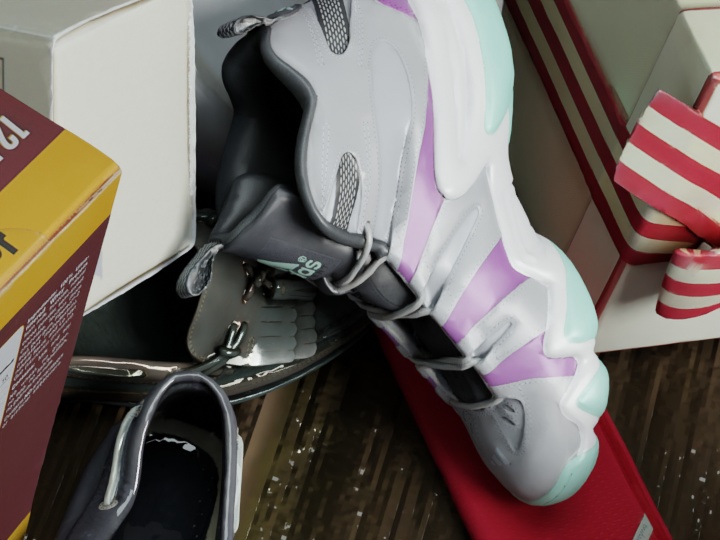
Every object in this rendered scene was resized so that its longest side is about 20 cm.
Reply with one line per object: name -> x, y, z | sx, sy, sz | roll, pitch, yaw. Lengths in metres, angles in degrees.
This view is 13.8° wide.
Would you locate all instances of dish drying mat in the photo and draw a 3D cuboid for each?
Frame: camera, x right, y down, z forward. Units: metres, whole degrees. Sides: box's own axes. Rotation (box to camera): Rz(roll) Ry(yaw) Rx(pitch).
dish drying mat -> 0.062, 0.064, 1.097 | 0.076, 0.018, 0.201 | -9, 55, -24

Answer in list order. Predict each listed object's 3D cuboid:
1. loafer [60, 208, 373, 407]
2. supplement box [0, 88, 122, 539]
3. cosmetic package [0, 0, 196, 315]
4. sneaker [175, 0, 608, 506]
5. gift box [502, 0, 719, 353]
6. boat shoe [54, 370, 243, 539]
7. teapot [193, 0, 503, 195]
loafer -> -0.075, 0.014, 1.053 | 0.199, 0.063, 0.072 | -9, 82, -21
supplement box -> -0.205, 0.018, 0.925 | 0.197, 0.200, 0.133 | 32, 49, 9
cosmetic package -> -0.161, -0.059, 1.011 | 0.199, 0.104, 0.087 | 14, 25, 26
sneaker -> 0.000, 0.000, 1.029 | 0.139, 0.078, 0.201 | -18, 89, -34
gift box -> 0.151, -0.084, 1.135 | 0.184, 0.200, 0.187 | -10, 56, -19
boat shoe -> -0.082, 0.116, 0.975 | 0.072, 0.063, 0.201 | 18, 48, -1
teapot -> -0.054, -0.112, 1.128 | 0.199, 0.146, 0.199 | 8, 80, -36
